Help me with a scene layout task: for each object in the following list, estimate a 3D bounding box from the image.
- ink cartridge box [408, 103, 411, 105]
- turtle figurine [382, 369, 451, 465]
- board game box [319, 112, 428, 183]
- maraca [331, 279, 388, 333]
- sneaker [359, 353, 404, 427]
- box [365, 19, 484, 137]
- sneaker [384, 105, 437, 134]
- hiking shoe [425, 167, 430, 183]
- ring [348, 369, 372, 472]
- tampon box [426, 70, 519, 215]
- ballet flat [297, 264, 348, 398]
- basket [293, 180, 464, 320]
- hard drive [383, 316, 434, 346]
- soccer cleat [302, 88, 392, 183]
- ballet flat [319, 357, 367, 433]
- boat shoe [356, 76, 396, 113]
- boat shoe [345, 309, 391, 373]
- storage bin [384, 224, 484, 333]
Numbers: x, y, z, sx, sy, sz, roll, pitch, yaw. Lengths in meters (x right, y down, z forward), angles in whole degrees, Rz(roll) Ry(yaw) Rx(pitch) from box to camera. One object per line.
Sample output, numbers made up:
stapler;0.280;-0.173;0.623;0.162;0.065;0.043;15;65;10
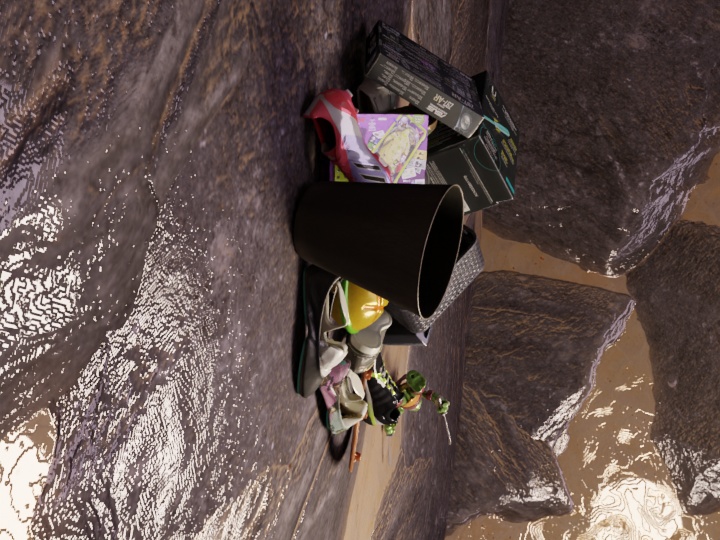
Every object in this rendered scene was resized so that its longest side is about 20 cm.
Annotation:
ink cartridge box;0.070;-0.202;1.566;0.162;0.049;0.202;111;-23;-53
turtle figurine;0.120;0.311;1.848;0.194;0.142;0.202;61;34;-60
board game box;0.023;-0.177;1.273;0.198;0.032;0.122;-8;109;-40
maraca;0.000;0.000;1.306;0.138;0.106;0.202;72;28;-57
sneaker;0.047;0.222;1.635;0.072;0.082;0.202;-67;158;-50
box;0.102;-0.312;1.361;0.044;0.198;0.161;-52;-160;29
sneaker;0.041;-0.197;1.367;0.199;0.067;0.090;-31;149;-33
hiking shoe;0.054;-0.104;1.432;0.201;0.075;0.101;-58;-176;48
ring;0.001;0.257;1.500;0.200;0.019;0.203;-172;-90;-89
tampon box;0.193;-0.222;1.493;0.150;0.125;0.201;53;34;-32
ballet flat;-0.053;0.090;1.211;0.068;0.067;0.203;-37;132;-72
basket;0.020;-0.046;1.143;0.136;0.198;0.183;10;93;-65
hard drive;0.086;0.047;1.634;0.042;0.133;0.202;49;47;-49
soccer cleat;-0.015;-0.158;1.183;0.076;0.066;0.201;-43;122;-28
ballet flat;-0.027;0.206;1.358;0.201;0.070;0.070;81;20;-47
boat shoe;0.023;-0.238;1.416;0.070;0.071;0.201;-42;150;-27
boat shoe;0.009;0.113;1.475;0.202;0.071;0.061;-67;-179;-69
storage bin;0.119;-0.003;1.561;0.200;0.135;0.094;-45;146;-12
